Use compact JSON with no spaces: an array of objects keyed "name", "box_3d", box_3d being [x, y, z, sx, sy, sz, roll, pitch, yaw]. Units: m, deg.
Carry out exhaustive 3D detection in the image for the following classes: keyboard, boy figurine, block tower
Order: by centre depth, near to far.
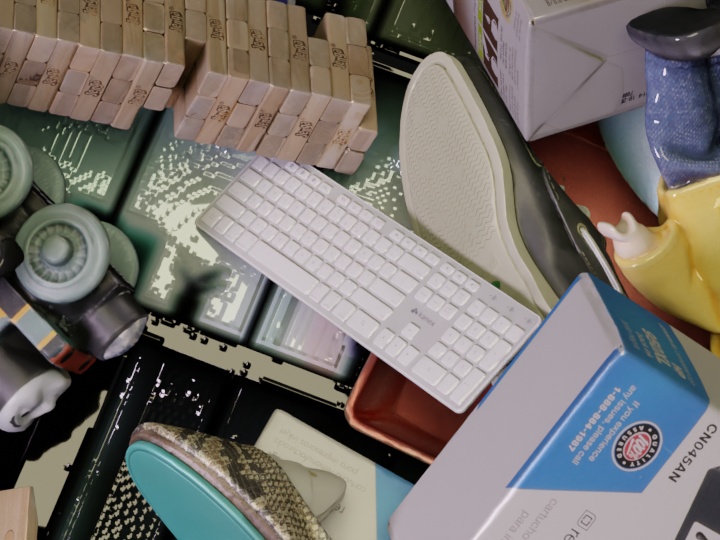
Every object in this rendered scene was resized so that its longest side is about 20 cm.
[{"name":"boy figurine","box_3d":[0.165,-0.020,1.161,0.124,0.064,0.201,-15,107,-13]},{"name":"keyboard","box_3d":[0.000,0.000,1.214,0.056,0.011,0.200,-43,47,-14]},{"name":"block tower","box_3d":[-0.089,-0.099,1.227,0.199,0.054,0.058,10,53,-19]}]

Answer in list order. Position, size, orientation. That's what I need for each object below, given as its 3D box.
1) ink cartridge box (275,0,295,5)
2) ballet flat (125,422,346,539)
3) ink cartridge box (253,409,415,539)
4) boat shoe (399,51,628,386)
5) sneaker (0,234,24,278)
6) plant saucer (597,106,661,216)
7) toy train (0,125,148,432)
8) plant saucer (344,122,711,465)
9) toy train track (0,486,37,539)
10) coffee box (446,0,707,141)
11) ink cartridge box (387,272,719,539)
[{"name":"ink cartridge box","box_3d":[-0.122,-0.187,1.302,0.196,0.043,0.201,7,73,2]},{"name":"ballet flat","box_3d":[-0.016,0.133,1.136,0.075,0.068,0.200,-35,81,-32]},{"name":"ink cartridge box","box_3d":[-0.037,0.179,1.184,0.116,0.067,0.200,28,76,8]},{"name":"boat shoe","box_3d":[0.075,-0.010,1.211,0.067,0.072,0.200,-6,62,-39]},{"name":"sneaker","box_3d":[-0.190,-0.050,1.168,0.115,0.075,0.200,27,109,8]},{"name":"plant saucer","box_3d":[0.210,-0.090,1.247,0.200,0.039,0.202,3,61,-5]},{"name":"toy train","box_3d":[-0.192,-0.018,1.239,0.114,0.085,0.200,-44,80,1]},{"name":"plant saucer","box_3d":[0.122,0.029,1.242,0.200,0.037,0.200,25,76,8]},{"name":"toy train track","box_3d":[-0.117,0.150,1.161,0.200,0.032,0.115,-13,68,43]},{"name":"coffee box","box_3d":[0.090,-0.167,1.232,0.114,0.080,0.200,-17,50,-12]},{"name":"ink cartridge box","box_3d":[0.136,0.119,1.127,0.200,0.084,0.145,32,105,-19]}]
